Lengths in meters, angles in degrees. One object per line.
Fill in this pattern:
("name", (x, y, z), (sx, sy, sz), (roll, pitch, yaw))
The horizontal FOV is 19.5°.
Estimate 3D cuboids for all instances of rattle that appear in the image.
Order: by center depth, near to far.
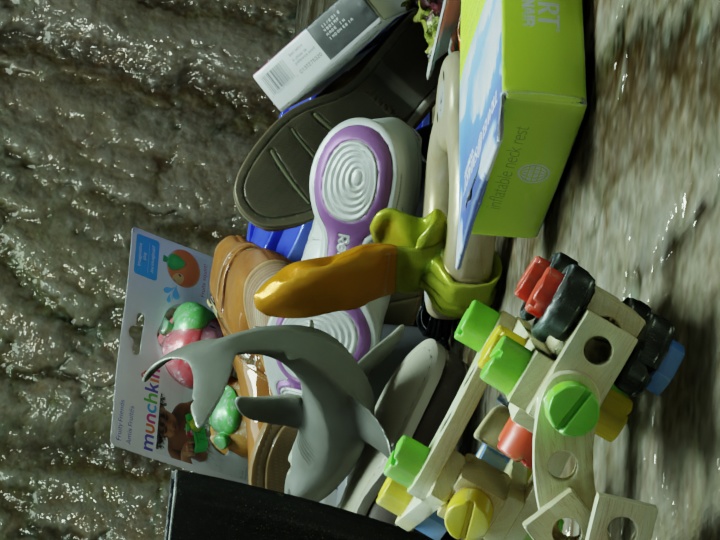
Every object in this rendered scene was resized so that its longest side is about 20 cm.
("rattle", (0.018, -0.073, 1.209), (0.130, 0.141, 0.202), (15, -106, -80))

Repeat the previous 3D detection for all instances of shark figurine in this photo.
("shark figurine", (-0.021, 0.076, 1.182), (0.090, 0.128, 0.215), (48, 179, 33))

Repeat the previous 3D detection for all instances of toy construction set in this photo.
("toy construction set", (0.065, 0.066, 0.767), (0.132, 0.092, 0.200), (-59, 16, 4))

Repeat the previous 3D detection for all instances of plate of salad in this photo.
("plate of salad", (0.055, -0.218, 1.290), (0.200, 0.048, 0.202), (-167, 90, -90))

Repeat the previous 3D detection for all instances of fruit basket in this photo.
("fruit basket", (-0.100, 0.076, 1.644), (0.093, 0.199, 0.187), (-24, 52, 42))

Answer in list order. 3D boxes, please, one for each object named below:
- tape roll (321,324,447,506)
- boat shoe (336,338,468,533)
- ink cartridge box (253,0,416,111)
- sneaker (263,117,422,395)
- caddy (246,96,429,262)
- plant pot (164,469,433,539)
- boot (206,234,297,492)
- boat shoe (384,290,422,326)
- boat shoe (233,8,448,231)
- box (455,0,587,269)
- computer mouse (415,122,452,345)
("tape roll", (0.012, 0.137, 1.397), (0.200, 0.065, 0.202), (-175, 90, -84))
("boat shoe", (0.023, 0.135, 1.257), (0.072, 0.059, 0.201), (-101, 34, -68))
("ink cartridge box", (-0.001, -0.162, 1.428), (0.095, 0.037, 0.200), (-40, -2, 20))
("sneaker", (0.000, 0.000, 1.308), (0.100, 0.074, 0.202), (-26, -44, -66))
("caddy", (-0.008, -0.065, 1.619), (0.141, 0.104, 0.202), (10, 83, 69))
("plant pot", (-0.023, 0.212, 1.103), (0.200, 0.176, 0.202), (139, 135, -82))
("boot", (-0.074, 0.080, 1.548), (0.155, 0.076, 0.202), (-143, 45, -62))
("boat shoe", (0.006, 0.041, 1.545), (0.063, 0.072, 0.203), (-114, 22, -70))
("boat shoe", (-0.005, -0.091, 1.385), (0.200, 0.072, 0.068), (-40, -1, -17))
("box", (0.078, -0.113, 1.044), (0.122, 0.047, 0.202), (103, 171, -58))
("computer mouse", (0.042, -0.060, 1.379), (0.201, 0.046, 0.141), (-92, 9, -54))
